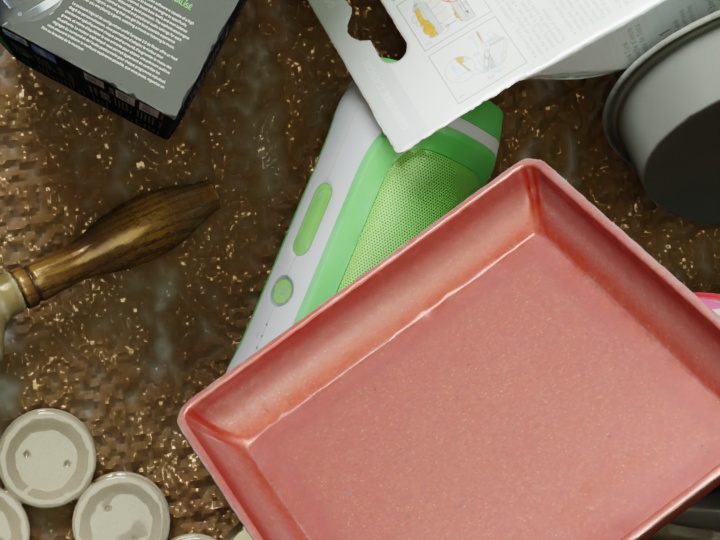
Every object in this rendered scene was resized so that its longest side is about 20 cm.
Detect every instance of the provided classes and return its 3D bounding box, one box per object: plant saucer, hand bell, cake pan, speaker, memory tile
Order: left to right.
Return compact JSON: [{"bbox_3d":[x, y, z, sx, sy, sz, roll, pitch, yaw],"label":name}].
[{"bbox_3d":[-0.159,0.004,0.860,0.200,0.104,0.104,-29,95,-18],"label":"hand bell"},{"bbox_3d":[-0.136,0.181,0.891,0.200,0.017,0.153,41,86,-8],"label":"memory tile"},{"bbox_3d":[0.000,0.000,0.870,0.088,0.088,0.200,23,88,-8],"label":"speaker"},{"bbox_3d":[0.048,0.066,0.713,0.200,0.200,0.037,-36,133,-5],"label":"plant saucer"},{"bbox_3d":[0.218,-0.073,0.843,0.200,0.200,0.037,-2,66,-8],"label":"cake pan"}]

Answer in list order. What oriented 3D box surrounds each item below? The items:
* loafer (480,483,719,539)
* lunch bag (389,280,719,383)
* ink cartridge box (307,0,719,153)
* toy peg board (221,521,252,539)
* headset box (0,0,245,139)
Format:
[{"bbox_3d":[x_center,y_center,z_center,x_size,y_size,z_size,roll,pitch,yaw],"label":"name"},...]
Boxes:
[{"bbox_3d":[0.134,0.117,0.739,0.200,0.073,0.071,5,104,3],"label":"loafer"},{"bbox_3d":[0.100,0.085,0.809,0.200,0.082,0.176,-7,106,4],"label":"lunch bag"},{"bbox_3d":[0.080,-0.150,0.858,0.200,0.050,0.162,-32,56,5],"label":"ink cartridge box"},{"bbox_3d":[-0.027,0.233,0.738,0.199,0.098,0.200,-45,96,-5],"label":"toy peg board"},{"bbox_3d":[-0.080,-0.172,0.809,0.093,0.174,0.200,28,88,-7],"label":"headset box"}]
